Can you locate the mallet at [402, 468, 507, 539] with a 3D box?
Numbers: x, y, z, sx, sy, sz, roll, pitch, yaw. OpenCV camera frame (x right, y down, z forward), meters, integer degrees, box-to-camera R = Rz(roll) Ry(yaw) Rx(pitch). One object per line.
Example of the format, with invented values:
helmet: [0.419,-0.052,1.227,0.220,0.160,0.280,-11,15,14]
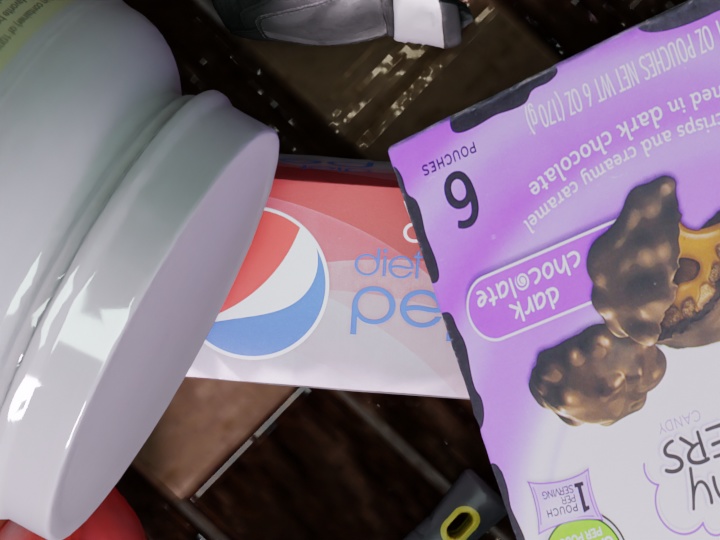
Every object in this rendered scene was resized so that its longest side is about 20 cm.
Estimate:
mallet: [-0.021,0.148,0.873,0.200,0.041,0.066,-40,97,3]

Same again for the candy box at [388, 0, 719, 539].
candy box: [0.116,0.031,0.694,0.168,0.071,0.200,-25,80,40]

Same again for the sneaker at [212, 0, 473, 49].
sneaker: [-0.027,-0.157,0.806,0.090,0.066,0.200,-10,101,1]

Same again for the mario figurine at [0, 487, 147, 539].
mario figurine: [-0.155,0.057,0.841,0.200,0.106,0.123,32,138,-11]

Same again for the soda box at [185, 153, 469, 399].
soda box: [0.000,0.000,0.828,0.200,0.070,0.064,5,99,1]

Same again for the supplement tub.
supplement tub: [-0.137,-0.029,0.726,0.200,0.145,0.145,28,99,7]
